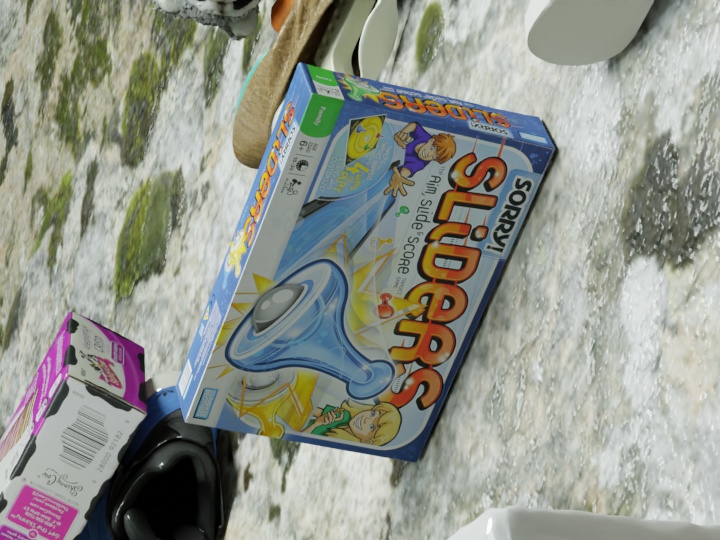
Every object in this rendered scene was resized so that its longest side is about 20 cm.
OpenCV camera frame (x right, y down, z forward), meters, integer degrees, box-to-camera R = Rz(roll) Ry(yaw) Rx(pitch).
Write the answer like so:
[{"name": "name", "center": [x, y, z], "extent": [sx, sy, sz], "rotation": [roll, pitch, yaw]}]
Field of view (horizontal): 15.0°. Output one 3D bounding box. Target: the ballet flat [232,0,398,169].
[{"name": "ballet flat", "center": [-0.018, -0.122, 1.616], "extent": [0.072, 0.067, 0.201], "rotation": [55, 129, 36]}]

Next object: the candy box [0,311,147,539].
[{"name": "candy box", "center": [-0.208, 0.141, 1.754], "extent": [0.201, 0.061, 0.136], "rotation": [-61, 12, 11]}]

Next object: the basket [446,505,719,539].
[{"name": "basket", "center": [0.095, 0.193, 0.990], "extent": [0.200, 0.197, 0.162], "rotation": [135, 136, -54]}]

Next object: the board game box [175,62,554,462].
[{"name": "board game box", "center": [0.000, 0.000, 1.397], "extent": [0.035, 0.134, 0.201], "rotation": [-111, 37, -54]}]

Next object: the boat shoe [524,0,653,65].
[{"name": "boat shoe", "center": [0.130, -0.174, 1.258], "extent": [0.200, 0.071, 0.069], "rotation": [116, 155, -55]}]

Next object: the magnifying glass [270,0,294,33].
[{"name": "magnifying glass", "center": [-0.009, -0.208, 1.677], "extent": [0.200, 0.022, 0.080], "rotation": [133, 142, -51]}]

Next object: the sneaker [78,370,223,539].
[{"name": "sneaker", "center": [-0.143, 0.173, 1.749], "extent": [0.111, 0.076, 0.201], "rotation": [-103, 37, -64]}]

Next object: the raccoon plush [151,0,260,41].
[{"name": "raccoon plush", "center": [-0.067, -0.238, 1.774], "extent": [0.135, 0.096, 0.200], "rotation": [-66, -4, 34]}]
